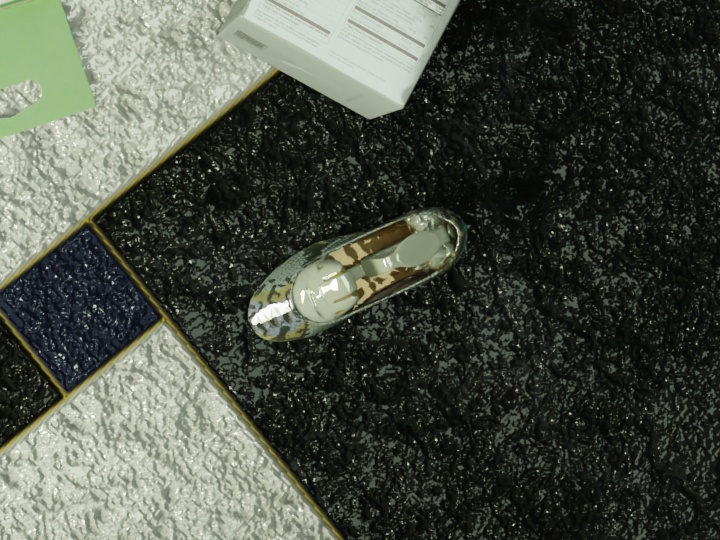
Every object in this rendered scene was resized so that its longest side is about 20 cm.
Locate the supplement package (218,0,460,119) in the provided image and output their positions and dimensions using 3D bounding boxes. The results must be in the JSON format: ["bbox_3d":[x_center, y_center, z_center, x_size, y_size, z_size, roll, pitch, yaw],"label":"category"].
[{"bbox_3d":[0.003,-0.248,1.707,0.151,0.152,0.200,28,86,-10],"label":"supplement package"}]

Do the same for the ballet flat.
[{"bbox_3d":[0.000,0.000,1.754,0.200,0.072,0.072,-25,95,-9],"label":"ballet flat"}]

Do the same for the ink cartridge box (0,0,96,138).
[{"bbox_3d":[-0.308,-0.207,1.701,0.145,0.048,0.200,-19,92,-11],"label":"ink cartridge box"}]
